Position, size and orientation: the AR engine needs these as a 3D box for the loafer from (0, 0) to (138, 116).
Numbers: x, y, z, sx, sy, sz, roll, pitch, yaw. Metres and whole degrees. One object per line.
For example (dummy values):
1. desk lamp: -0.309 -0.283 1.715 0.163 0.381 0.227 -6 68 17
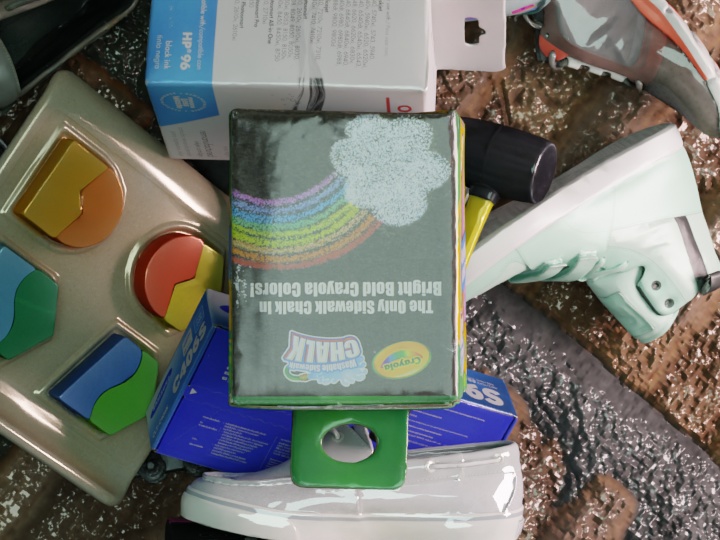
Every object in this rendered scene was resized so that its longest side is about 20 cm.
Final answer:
1. loafer: -0.208 -0.129 1.366 0.063 0.072 0.200 19 47 30

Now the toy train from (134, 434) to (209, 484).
1. toy train: -0.046 0.094 1.450 0.199 0.034 0.046 -9 81 -5

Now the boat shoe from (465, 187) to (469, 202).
1. boat shoe: 0.000 0.000 1.435 0.200 0.076 0.060 -50 138 6

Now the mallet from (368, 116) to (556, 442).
1. mallet: 0.042 0.003 1.354 0.066 0.041 0.200 26 81 24

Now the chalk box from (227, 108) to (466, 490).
1. chalk box: -0.005 0.016 1.269 0.124 0.124 0.201 1 91 4

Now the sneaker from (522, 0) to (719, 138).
1. sneaker: 0.151 -0.146 1.455 0.082 0.077 0.200 -43 86 10

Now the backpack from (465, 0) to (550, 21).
1. backpack: 0.022 -0.207 1.380 0.199 0.167 0.127 -5 90 -1

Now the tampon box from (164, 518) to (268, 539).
1. tampon box: -0.040 0.218 1.366 0.149 0.200 0.127 3 91 -7

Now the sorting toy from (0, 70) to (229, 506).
1. sorting toy: -0.156 0.012 1.384 0.185 0.036 0.200 39 73 -30

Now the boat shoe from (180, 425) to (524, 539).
1. boat shoe: -0.003 0.121 1.359 0.199 0.072 0.069 3 93 -1

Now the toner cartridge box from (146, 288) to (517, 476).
1. toner cartridge box: -0.017 0.085 1.395 0.199 0.043 0.095 18 116 -21

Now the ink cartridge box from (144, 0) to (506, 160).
1. ink cartridge box: -0.016 -0.112 1.355 0.199 0.116 0.068 1 71 4

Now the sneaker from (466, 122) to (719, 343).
1. sneaker: 0.135 0.004 1.428 0.200 0.074 0.119 -28 99 -20

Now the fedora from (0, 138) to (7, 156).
1. fedora: -0.280 -0.006 1.395 0.177 0.090 0.200 37 87 -5
